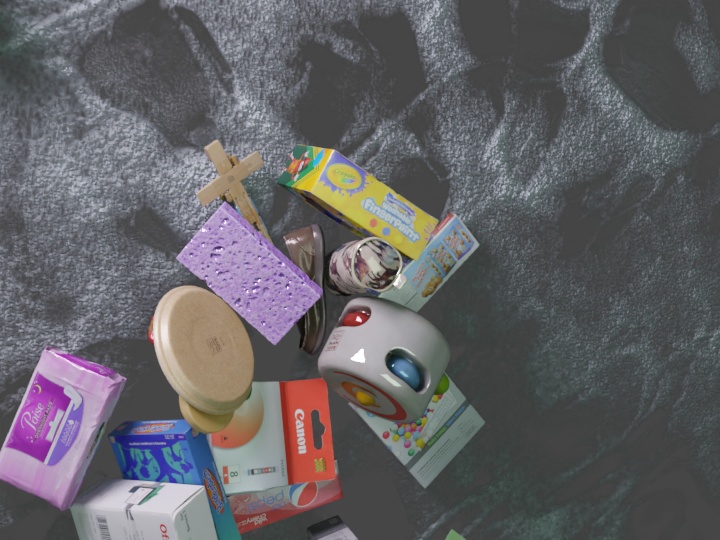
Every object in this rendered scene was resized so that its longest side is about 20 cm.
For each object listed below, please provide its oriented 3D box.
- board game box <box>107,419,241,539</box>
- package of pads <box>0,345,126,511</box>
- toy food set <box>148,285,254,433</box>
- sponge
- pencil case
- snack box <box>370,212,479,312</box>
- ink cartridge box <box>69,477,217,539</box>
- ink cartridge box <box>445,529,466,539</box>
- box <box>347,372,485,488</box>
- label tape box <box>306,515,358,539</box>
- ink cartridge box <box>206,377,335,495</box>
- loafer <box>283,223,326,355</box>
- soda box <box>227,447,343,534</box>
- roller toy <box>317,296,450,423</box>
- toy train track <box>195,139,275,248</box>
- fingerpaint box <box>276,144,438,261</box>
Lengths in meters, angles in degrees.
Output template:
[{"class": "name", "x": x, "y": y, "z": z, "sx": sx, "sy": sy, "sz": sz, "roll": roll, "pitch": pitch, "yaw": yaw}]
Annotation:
[{"class": "board game box", "x": -0.271, "y": 0.318, "z": 1.405, "sx": 0.045, "sy": 0.150, "sz": 0.203, "roll": -41, "pitch": 118, "yaw": -55}, {"class": "package of pads", "x": -0.422, "y": 0.219, "z": 1.344, "sx": 0.119, "sy": 0.076, "sz": 0.203, "roll": 23, "pitch": 89, "yaw": 0}, {"class": "toy food set", "x": -0.224, "y": 0.117, "z": 1.381, "sx": 0.048, "sy": 0.198, "sz": 0.201, "roll": -27, "pitch": 106, "yaw": 31}, {"class": "sponge", "x": -0.162, "y": 0.006, "z": 1.414, "sx": 0.200, "sy": 0.030, "sz": 0.111, "roll": 42, "pitch": 111, "yaw": -12}, {"class": "pencil case", "x": 0.000, "y": 0.000, "z": 1.440, "sx": 0.078, "sy": 0.200, "sz": 0.090, "roll": -42, "pitch": 99, "yaw": -14}, {"class": "snack box", "x": 0.106, "y": 0.002, "z": 1.573, "sx": 0.200, "sy": 0.024, "sz": 0.072, "roll": -46, "pitch": 112, "yaw": -9}, {"class": "ink cartridge box", "x": -0.302, "y": 0.384, "z": 1.369, "sx": 0.084, "sy": 0.197, "sz": 0.149, "roll": -34, "pitch": 117, "yaw": -56}, {"class": "ink cartridge box", "x": 0.156, "y": 0.580, "z": 1.685, "sx": 0.145, "sy": 0.048, "sz": 0.201, "roll": 40, "pitch": 85, "yaw": -23}, {"class": "box", "x": 0.097, "y": 0.238, "z": 1.603, "sx": 0.156, "sy": 0.041, "sz": 0.201, "roll": -44, "pitch": 111, "yaw": -11}, {"class": "label tape box", "x": -0.015, "y": 0.498, "z": 1.513, "sx": 0.062, "sy": 0.200, "sz": 0.147, "roll": -15, "pitch": 105, "yaw": -19}, {"class": "ink cartridge box", "x": -0.135, "y": 0.251, "z": 1.465, "sx": 0.196, "sy": 0.050, "sz": 0.165, "roll": -4, "pitch": 79, "yaw": -15}, {"class": "loafer", "x": -0.091, "y": 0.030, "z": 1.478, "sx": 0.070, "sy": 0.073, "sz": 0.204, "roll": -2, "pitch": 98, "yaw": -9}, {"class": "soda box", "x": -0.131, "y": 0.348, "z": 1.513, "sx": 0.197, "sy": 0.063, "sz": 0.071, "roll": -16, "pitch": 105, "yaw": -20}, {"class": "roller toy", "x": 0.031, "y": 0.141, "z": 1.458, "sx": 0.141, "sy": 0.197, "sz": 0.183, "roll": -60, "pitch": 159, "yaw": -23}, {"class": "toy train track", "x": -0.180, "y": -0.102, "z": 1.433, "sx": 0.114, "sy": 0.032, "sz": 0.202, "roll": -37, "pitch": 117, "yaw": -21}, {"class": "fingerpaint box", "x": -0.008, "y": -0.102, "z": 1.430, "sx": 0.198, "sy": 0.166, "sz": 0.074, "roll": 32, "pitch": 87, "yaw": -25}]
